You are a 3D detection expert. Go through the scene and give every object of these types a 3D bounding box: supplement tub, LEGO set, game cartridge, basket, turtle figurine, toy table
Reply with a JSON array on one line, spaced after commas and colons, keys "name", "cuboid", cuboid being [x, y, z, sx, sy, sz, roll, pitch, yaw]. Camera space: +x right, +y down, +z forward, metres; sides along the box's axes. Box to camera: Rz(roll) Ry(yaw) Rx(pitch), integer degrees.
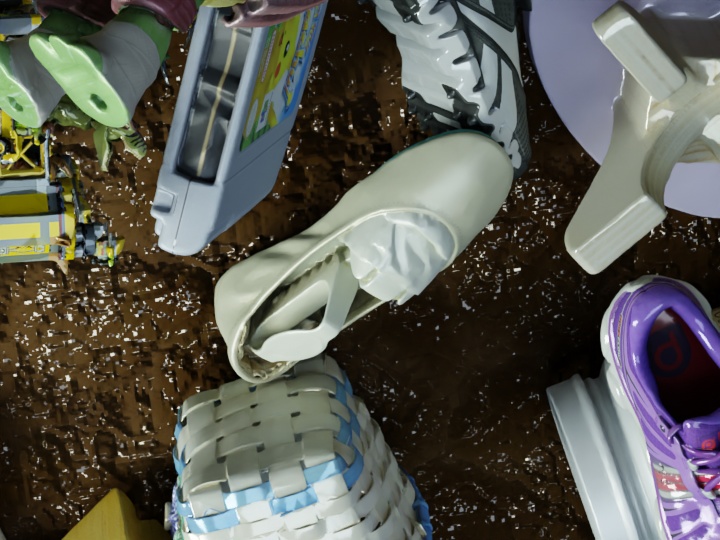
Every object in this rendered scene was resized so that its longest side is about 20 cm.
[{"name": "supplement tub", "cuboid": [0.213, 0.088, 1.559, 0.200, 0.145, 0.146, -19, 121, 1]}, {"name": "LEGO set", "cuboid": [-0.125, -0.085, 1.389, 0.116, 0.200, 0.154, -3, 99, -10]}, {"name": "game cartridge", "cuboid": [-0.049, -0.115, 1.403, 0.040, 0.133, 0.200, 17, 108, 6]}, {"name": "basket", "cuboid": [-0.027, 0.159, 1.547, 0.139, 0.176, 0.200, -22, 112, 6]}, {"name": "turtle figurine", "cuboid": [-0.091, -0.163, 1.224, 0.194, 0.144, 0.200, -51, 154, -25]}, {"name": "toy table", "cuboid": [0.172, -0.084, 1.472, 0.200, 0.117, 0.184, 32, 109, -23]}]

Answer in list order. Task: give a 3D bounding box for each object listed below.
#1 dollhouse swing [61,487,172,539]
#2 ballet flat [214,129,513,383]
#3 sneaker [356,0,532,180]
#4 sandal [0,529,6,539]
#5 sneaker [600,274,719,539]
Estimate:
[{"name": "dollhouse swing", "cuboid": [-0.135, 0.270, 1.576, 0.176, 0.182, 0.200, -34, 121, 9]}, {"name": "ballet flat", "cuboid": [0.000, 0.000, 1.479, 0.069, 0.070, 0.200, 36, 132, -25]}, {"name": "sneaker", "cuboid": [0.057, -0.126, 1.454, 0.091, 0.066, 0.200, -48, 137, -16]}, {"name": "sandal", "cuboid": [-0.231, 0.132, 1.555, 0.079, 0.059, 0.207, -23, 120, 3]}, {"name": "sneaker", "cuboid": [0.174, 0.098, 1.446, 0.081, 0.083, 0.200, -27, 89, 1]}]
